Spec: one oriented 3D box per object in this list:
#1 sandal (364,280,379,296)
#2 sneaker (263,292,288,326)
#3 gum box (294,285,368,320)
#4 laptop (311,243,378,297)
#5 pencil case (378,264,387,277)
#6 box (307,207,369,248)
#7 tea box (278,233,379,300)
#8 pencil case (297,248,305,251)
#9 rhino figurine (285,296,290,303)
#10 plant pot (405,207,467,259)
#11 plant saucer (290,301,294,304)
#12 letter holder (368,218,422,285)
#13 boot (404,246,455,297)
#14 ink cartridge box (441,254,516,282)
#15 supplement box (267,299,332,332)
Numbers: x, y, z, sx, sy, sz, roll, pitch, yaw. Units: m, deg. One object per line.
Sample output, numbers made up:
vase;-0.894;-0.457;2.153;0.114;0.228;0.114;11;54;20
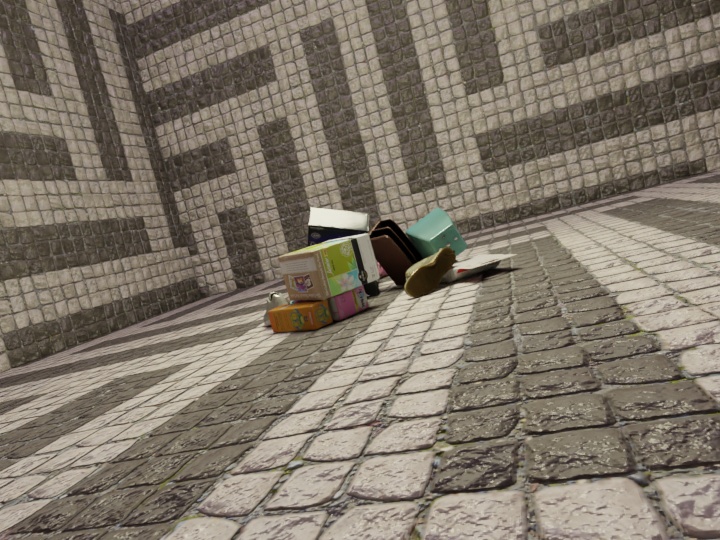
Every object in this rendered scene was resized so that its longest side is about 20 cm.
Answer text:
sandal;0.000;-0.001;1.679;0.048;0.200;0.076;-22;-33;-40
sneaker;-0.258;0.114;1.619;0.075;0.094;0.199;-18;-3;-27
gum box;-0.088;0.097;1.495;0.113;0.067;0.198;-21;8;-43
laptop;-0.052;-0.006;1.725;0.196;0.117;0.190;-13;48;14
pencil case;0.089;-0.015;2.153;0.198;0.084;0.086;-18;5;-41
box;-0.076;-0.132;1.776;0.196;0.080;0.142;5;-34;-4
tea box;-0.090;-0.007;1.467;0.195;0.136;0.199;-21;9;-35
pencil case;-0.173;0.021;1.848;0.089;0.204;0.083;-4;3;35
rhino figurine;-0.205;0.110;1.768;0.196;0.061;0.087;-12;3;8
plant pot;0.249;-0.094;1.665;0.140;0.142;0.200;-35;12;2
plant saucer;-0.113;0.099;1.625;0.197;0.071;0.019;-16;-36;-11
letter holder;0.128;-0.061;1.706;0.141;0.201;0.101;-7;38;55
boot;0.171;0.020;1.523;0.200;0.072;0.154;-41;6;-29
ink cartridge box;0.334;-0.006;1.520;0.158;0.051;0.200;-17;8;-18
supplement box;-0.165;0.124;1.433;0.198;0.068;0.068;-11;6;44
